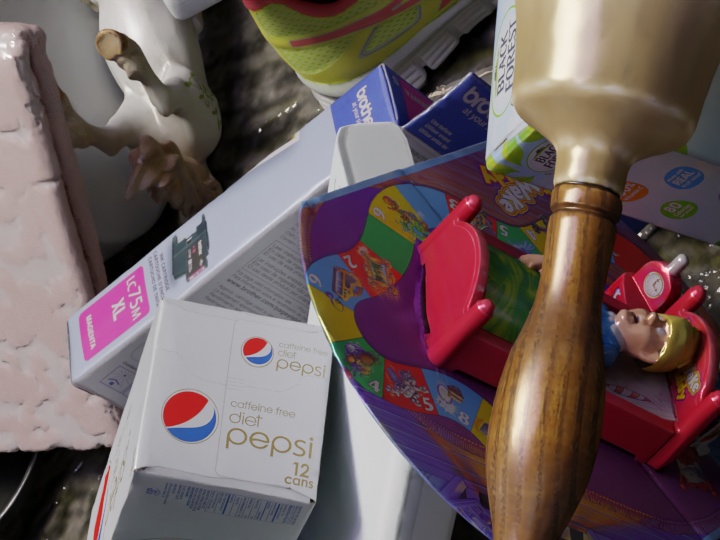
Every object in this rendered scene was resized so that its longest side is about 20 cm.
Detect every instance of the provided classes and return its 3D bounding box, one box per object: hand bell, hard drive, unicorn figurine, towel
[{"bbox_3d":[0.064,-0.012,0.758,0.104,0.104,0.201,0,72,45],"label":"hand bell"},{"bbox_3d":[0.003,0.066,0.902,0.200,0.027,0.132,100,162,-46],"label":"hard drive"},{"bbox_3d":[-0.093,-0.115,1.149,0.074,0.137,0.201,-7,76,32],"label":"unicorn figurine"},{"bbox_3d":[-0.197,-0.010,1.098,0.199,0.192,0.032,-3,24,26],"label":"towel"}]

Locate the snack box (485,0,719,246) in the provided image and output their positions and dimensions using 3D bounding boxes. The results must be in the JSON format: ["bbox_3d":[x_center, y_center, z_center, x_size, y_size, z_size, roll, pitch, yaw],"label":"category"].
[{"bbox_3d":[0.121,-0.111,0.895,0.053,0.142,0.201,137,144,-55],"label":"snack box"}]

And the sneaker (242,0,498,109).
[{"bbox_3d":[0.033,-0.150,1.053,0.200,0.090,0.078,-45,40,13],"label":"sneaker"}]

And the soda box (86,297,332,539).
[{"bbox_3d":[-0.061,0.086,0.943,0.200,0.063,0.068,116,163,-60],"label":"soda box"}]

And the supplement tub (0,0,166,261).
[{"bbox_3d":[-0.199,-0.033,1.184,0.200,0.132,0.132,-25,50,32],"label":"supplement tub"}]

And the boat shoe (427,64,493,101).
[{"bbox_3d":[0.012,-0.031,1.019,0.200,0.067,0.057,-42,47,24],"label":"boat shoe"}]

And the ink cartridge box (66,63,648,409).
[{"bbox_3d":[0.000,0.000,0.970,0.200,0.119,0.042,-36,43,25],"label":"ink cartridge box"}]

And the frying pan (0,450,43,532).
[{"bbox_3d":[-0.160,0.059,1.164,0.190,0.031,0.115,-47,46,-3],"label":"frying pan"}]

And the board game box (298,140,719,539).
[{"bbox_3d":[0.071,0.015,0.820,0.158,0.200,0.039,51,123,13],"label":"board game box"}]

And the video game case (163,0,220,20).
[{"bbox_3d":[-0.029,-0.201,1.064,0.181,0.023,0.200,-28,44,-3],"label":"video game case"}]
